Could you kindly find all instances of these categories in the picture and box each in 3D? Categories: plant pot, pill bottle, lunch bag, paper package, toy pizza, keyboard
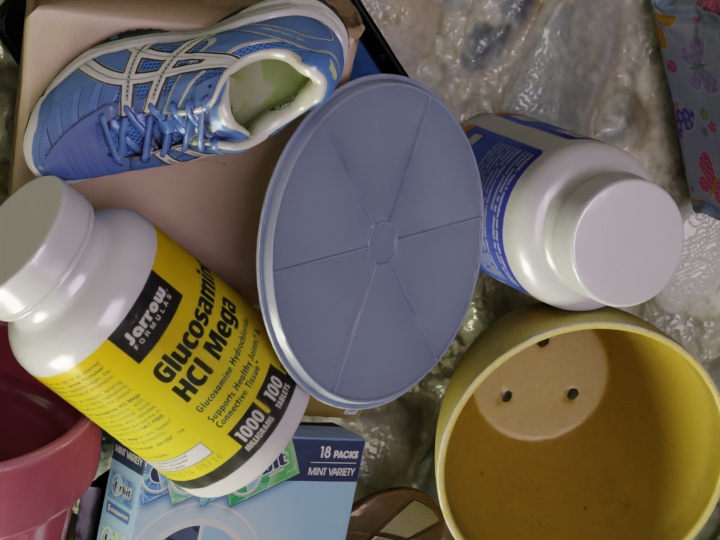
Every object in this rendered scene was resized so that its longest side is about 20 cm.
[{"bbox_3d":[0.136,0.100,1.694,0.198,0.142,0.201,-4,113,-9],"label":"plant pot"},{"bbox_3d":[-0.131,0.037,1.450,0.200,0.112,0.113,40,85,-30],"label":"pill bottle"},{"bbox_3d":[0.323,-0.140,1.743,0.199,0.127,0.171,-23,112,-24],"label":"lunch bag"},{"bbox_3d":[-0.112,-0.083,1.516,0.198,0.104,0.192,5,113,-9],"label":"paper package"},{"bbox_3d":[0.003,-0.018,1.487,0.199,0.032,0.202,-12,106,-46],"label":"toy pizza"},{"bbox_3d":[-0.175,0.235,1.624,0.039,0.104,0.202,11,100,8],"label":"keyboard"},{"bbox_3d":[0.129,-0.036,1.638,0.111,0.200,0.113,-5,104,-22],"label":"pill bottle"},{"bbox_3d":[-0.259,0.148,1.531,0.199,0.200,0.180,-8,121,-21],"label":"plant pot"}]

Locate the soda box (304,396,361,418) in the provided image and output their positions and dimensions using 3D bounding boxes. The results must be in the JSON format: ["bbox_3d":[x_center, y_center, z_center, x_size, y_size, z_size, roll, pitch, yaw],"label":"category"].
[{"bbox_3d":[0.000,0.000,1.617,0.064,0.068,0.201,6,126,-33],"label":"soda box"}]

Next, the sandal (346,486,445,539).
[{"bbox_3d":[-0.029,0.218,1.715,0.200,0.054,0.080,-46,120,9],"label":"sandal"}]

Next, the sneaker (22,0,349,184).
[{"bbox_3d":[-0.101,-0.099,1.412,0.199,0.077,0.076,-22,116,7],"label":"sneaker"}]

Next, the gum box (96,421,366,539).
[{"bbox_3d":[-0.092,0.196,1.601,0.169,0.044,0.201,6,99,-37],"label":"gum box"}]

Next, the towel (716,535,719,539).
[{"bbox_3d":[0.256,0.280,1.833,0.200,0.036,0.148,-54,142,-2],"label":"towel"}]

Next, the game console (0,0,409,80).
[{"bbox_3d":[-0.097,-0.132,1.562,0.176,0.116,0.201,-43,115,-20],"label":"game console"}]

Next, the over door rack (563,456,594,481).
[{"bbox_3d":[0.126,0.243,1.777,0.200,0.067,0.148,-37,114,-12],"label":"over door rack"}]
